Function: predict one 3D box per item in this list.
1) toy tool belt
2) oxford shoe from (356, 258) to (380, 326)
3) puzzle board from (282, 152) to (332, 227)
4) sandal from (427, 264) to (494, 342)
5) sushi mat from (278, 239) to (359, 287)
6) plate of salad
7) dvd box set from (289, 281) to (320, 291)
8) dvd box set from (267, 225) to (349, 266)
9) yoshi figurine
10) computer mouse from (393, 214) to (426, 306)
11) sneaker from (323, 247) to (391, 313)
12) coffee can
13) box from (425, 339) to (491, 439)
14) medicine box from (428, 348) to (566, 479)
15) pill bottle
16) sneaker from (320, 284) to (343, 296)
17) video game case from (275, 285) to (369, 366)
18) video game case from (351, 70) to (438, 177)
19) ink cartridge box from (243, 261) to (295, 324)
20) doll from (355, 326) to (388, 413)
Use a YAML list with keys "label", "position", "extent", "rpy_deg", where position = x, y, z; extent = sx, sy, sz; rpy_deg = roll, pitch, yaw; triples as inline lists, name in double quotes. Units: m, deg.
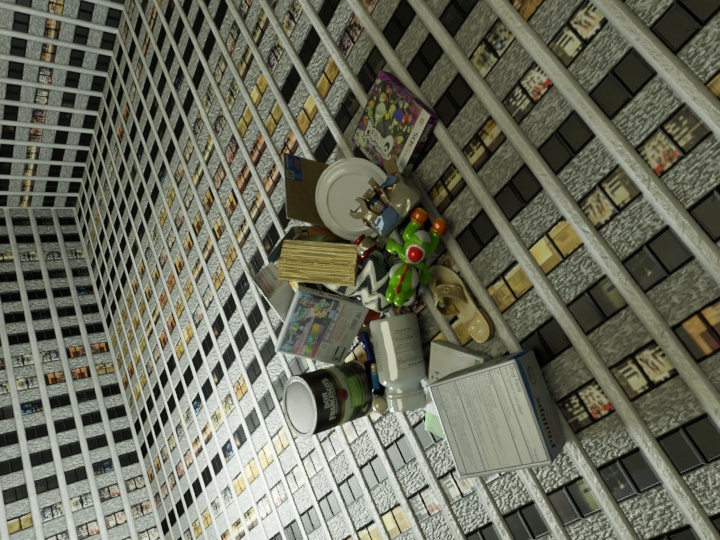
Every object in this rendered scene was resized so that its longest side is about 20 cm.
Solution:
- label: "toy tool belt"
  position: [0.037, -0.139, 1.171]
  extent: [0.200, 0.125, 0.123]
  rpy_deg: [-44, 85, 0]
- label: "oxford shoe"
  position: [0.013, 0.035, 1.326]
  extent: [0.072, 0.069, 0.208]
  rpy_deg: [170, 98, -67]
- label: "puzzle board"
  position: [-0.124, -0.199, 1.344]
  extent: [0.017, 0.146, 0.206]
  rpy_deg: [-47, 42, 47]
- label: "sandal"
  position: [0.189, 0.065, 1.115]
  extent: [0.213, 0.068, 0.079]
  rpy_deg: [51, 128, 32]
- label: "sushi mat"
  position: [-0.096, -0.018, 1.213]
  extent: [0.193, 0.012, 0.099]
  rpy_deg: [5, 79, 18]
- label: "plate of salad"
  position: [-0.012, -0.169, 1.266]
  extent: [0.192, 0.048, 0.207]
  rpy_deg: [4, 116, 9]
- label: "dvd box set"
  position: [-0.128, 0.086, 1.403]
  extent: [0.150, 0.029, 0.199]
  rpy_deg: [63, 163, -6]
- label: "dvd box set"
  position: [-0.123, -0.062, 1.359]
  extent: [0.146, 0.196, 0.030]
  rpy_deg: [-43, 63, 39]
- label: "yoshi figurine"
  position: [0.109, -0.021, 1.144]
  extent: [0.111, 0.111, 0.205]
  rpy_deg: [20, 82, 46]
- label: "computer mouse"
  position: [0.108, -0.024, 1.220]
  extent: [0.107, 0.043, 0.208]
  rpy_deg: [1, 90, 46]
- label: "sneaker"
  position: [0.000, 0.000, 1.231]
  extent: [0.195, 0.079, 0.134]
  rpy_deg: [25, 96, 27]
- label: "coffee can"
  position: [-0.078, 0.319, 1.344]
  extent: [0.144, 0.196, 0.152]
  rpy_deg: [6, 99, 46]
- label: "box"
  position: [0.206, 0.266, 1.143]
  extent: [0.142, 0.036, 0.208]
  rpy_deg: [13, 102, 47]
- label: "medicine box"
  position: [0.254, 0.271, 1.006]
  extent: [0.196, 0.102, 0.188]
  rpy_deg: [-25, 80, 35]
- label: "pill bottle"
  position: [0.090, 0.207, 1.207]
  extent: [0.112, 0.112, 0.208]
  rpy_deg: [-15, 83, 47]
- label: "sneaker"
  position: [-0.053, 0.023, 1.389]
  extent: [0.074, 0.117, 0.203]
  rpy_deg: [23, 147, 20]
- label: "video game case"
  position: [-0.094, 0.138, 1.277]
  extent: [0.023, 0.176, 0.204]
  rpy_deg: [-99, 29, -52]
- label: "video game case"
  position: [0.073, -0.326, 1.233]
  extent: [0.201, 0.035, 0.184]
  rpy_deg: [52, 129, 32]
- label: "ink cartridge box"
  position: [-0.194, 0.062, 1.301]
  extent: [0.115, 0.067, 0.202]
  rpy_deg: [42, 166, 47]
- label: "doll"
  position: [0.032, 0.245, 1.288]
  extent: [0.138, 0.047, 0.205]
  rpy_deg: [77, 177, -57]
